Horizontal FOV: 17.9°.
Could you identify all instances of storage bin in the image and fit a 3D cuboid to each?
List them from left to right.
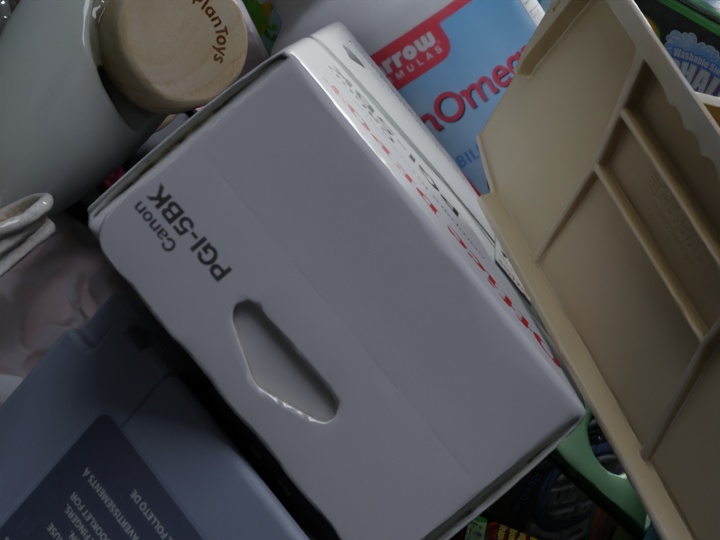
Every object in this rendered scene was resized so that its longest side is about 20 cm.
[{"bbox_3d":[0.162,0.005,0.711,0.199,0.094,0.199,9,37,-31],"label":"storage bin"}]

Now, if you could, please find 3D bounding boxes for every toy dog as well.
[{"bbox_3d":[-0.131,-0.057,0.775,0.096,0.132,0.200,53,45,-8],"label":"toy dog"}]

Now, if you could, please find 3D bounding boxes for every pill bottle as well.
[{"bbox_3d":[0.034,-0.067,0.916,0.200,0.109,0.109,56,31,-7],"label":"pill bottle"}]

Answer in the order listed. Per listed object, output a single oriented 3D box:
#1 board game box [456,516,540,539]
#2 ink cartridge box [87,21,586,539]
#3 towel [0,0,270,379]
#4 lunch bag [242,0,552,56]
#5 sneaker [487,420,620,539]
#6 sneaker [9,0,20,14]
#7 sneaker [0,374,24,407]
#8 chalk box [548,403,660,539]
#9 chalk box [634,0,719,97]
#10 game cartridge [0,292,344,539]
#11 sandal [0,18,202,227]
[{"bbox_3d":[0.070,0.167,0.807,0.104,0.024,0.200,24,30,-3],"label":"board game box"},{"bbox_3d":[0.000,0.000,0.761,0.147,0.083,0.200,50,8,-5],"label":"ink cartridge box"},{"bbox_3d":[-0.098,-0.013,0.898,0.199,0.032,0.192,-14,65,-29],"label":"towel"},{"bbox_3d":[0.018,-0.102,1.068,0.082,0.161,0.200,29,32,30],"label":"lunch bag"},{"bbox_3d":[0.107,0.054,0.966,0.199,0.075,0.087,-8,32,-44],"label":"sneaker"},{"bbox_3d":[-0.076,-0.127,1.137,0.199,0.071,0.076,5,32,-27],"label":"sneaker"},{"bbox_3d":[-0.077,0.086,0.806,0.199,0.078,0.099,30,23,-4],"label":"sneaker"},{"bbox_3d":[0.149,0.102,0.799,0.199,0.124,0.125,28,32,-2],"label":"chalk box"},{"bbox_3d":[0.169,-0.087,1.084,0.125,0.201,0.124,34,32,20],"label":"chalk box"},{"bbox_3d":[-0.059,0.119,0.690,0.200,0.133,0.041,49,17,30],"label":"game cartridge"},{"bbox_3d":[-0.070,-0.033,0.874,0.200,0.045,0.075,44,54,9],"label":"sandal"}]
